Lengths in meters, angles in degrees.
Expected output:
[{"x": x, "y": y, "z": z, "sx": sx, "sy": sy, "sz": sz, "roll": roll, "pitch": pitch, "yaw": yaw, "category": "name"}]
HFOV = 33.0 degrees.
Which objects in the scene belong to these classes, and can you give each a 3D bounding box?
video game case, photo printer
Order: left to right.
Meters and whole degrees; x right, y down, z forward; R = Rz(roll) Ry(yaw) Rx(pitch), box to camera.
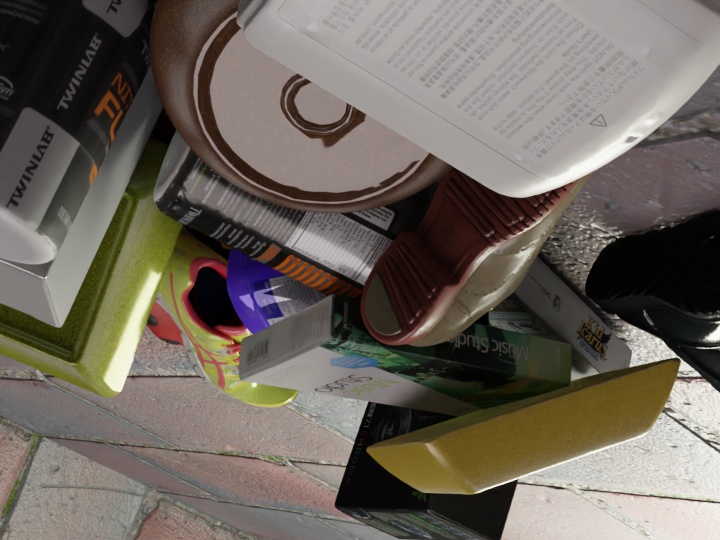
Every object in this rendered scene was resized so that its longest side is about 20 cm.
[{"x": 0.103, "y": 0.039, "z": 1.039, "sx": 0.199, "sy": 0.046, "sz": 0.181, "roll": 1, "pitch": 153, "yaw": 43, "category": "video game case"}, {"x": 0.065, "y": -0.123, "z": 0.566, "sx": 0.199, "sy": 0.070, "sz": 0.166, "roll": 28, "pitch": 138, "yaw": -20, "category": "photo printer"}]

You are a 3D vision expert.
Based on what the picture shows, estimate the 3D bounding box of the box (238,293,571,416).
[{"x": 0.031, "y": 0.066, "z": 0.876, "sx": 0.198, "sy": 0.037, "sz": 0.144, "roll": 11, "pitch": 160, "yaw": -28, "category": "box"}]

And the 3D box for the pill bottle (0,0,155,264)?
[{"x": -0.181, "y": -0.114, "z": 0.697, "sx": 0.105, "sy": 0.201, "sz": 0.106, "roll": 20, "pitch": 161, "yaw": 7, "category": "pill bottle"}]

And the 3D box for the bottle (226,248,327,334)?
[{"x": 0.000, "y": 0.000, "z": 0.933, "sx": 0.198, "sy": 0.066, "sz": 0.084, "roll": -11, "pitch": 139, "yaw": 15, "category": "bottle"}]

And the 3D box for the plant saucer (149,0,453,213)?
[{"x": -0.021, "y": -0.102, "z": 0.674, "sx": 0.198, "sy": 0.037, "sz": 0.202, "roll": 2, "pitch": 133, "yaw": 2, "category": "plant saucer"}]

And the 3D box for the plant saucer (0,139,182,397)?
[{"x": -0.244, "y": -0.023, "z": 0.902, "sx": 0.198, "sy": 0.201, "sz": 0.048, "roll": 22, "pitch": -168, "yaw": -1, "category": "plant saucer"}]

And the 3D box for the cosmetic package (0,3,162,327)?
[{"x": -0.252, "y": -0.101, "z": 0.802, "sx": 0.198, "sy": 0.201, "sz": 0.123, "roll": 22, "pitch": 161, "yaw": -3, "category": "cosmetic package"}]

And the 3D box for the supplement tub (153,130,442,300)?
[{"x": -0.027, "y": -0.054, "z": 0.816, "sx": 0.199, "sy": 0.123, "sz": 0.122, "roll": 27, "pitch": 159, "yaw": -17, "category": "supplement tub"}]

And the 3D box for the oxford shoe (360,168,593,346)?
[{"x": 0.085, "y": -0.030, "z": 0.748, "sx": 0.200, "sy": 0.071, "sz": 0.075, "roll": -45, "pitch": 146, "yaw": 23, "category": "oxford shoe"}]

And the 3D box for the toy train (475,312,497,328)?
[{"x": 0.079, "y": 0.063, "z": 0.977, "sx": 0.056, "sy": 0.042, "sz": 0.200, "roll": -5, "pitch": 158, "yaw": 2, "category": "toy train"}]

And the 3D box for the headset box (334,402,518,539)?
[{"x": 0.082, "y": 0.176, "z": 1.222, "sx": 0.092, "sy": 0.175, "sz": 0.200, "roll": 29, "pitch": 160, "yaw": -23, "category": "headset box"}]

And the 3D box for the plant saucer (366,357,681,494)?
[{"x": 0.119, "y": 0.122, "z": 0.906, "sx": 0.198, "sy": 0.049, "sz": 0.200, "roll": -16, "pitch": 175, "yaw": -13, "category": "plant saucer"}]

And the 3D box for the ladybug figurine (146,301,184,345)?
[{"x": -0.187, "y": -0.003, "z": 1.098, "sx": 0.201, "sy": 0.072, "sz": 0.136, "roll": 58, "pitch": 169, "yaw": -29, "category": "ladybug figurine"}]

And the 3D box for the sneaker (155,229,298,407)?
[{"x": -0.108, "y": 0.051, "z": 1.021, "sx": 0.090, "sy": 0.078, "sz": 0.200, "roll": 16, "pitch": 150, "yaw": 53, "category": "sneaker"}]

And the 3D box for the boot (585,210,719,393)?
[{"x": 0.267, "y": 0.036, "z": 0.816, "sx": 0.167, "sy": 0.077, "sz": 0.200, "roll": 32, "pitch": 165, "yaw": -19, "category": "boot"}]

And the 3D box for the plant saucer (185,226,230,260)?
[{"x": -0.080, "y": 0.009, "z": 1.158, "sx": 0.198, "sy": 0.036, "sz": 0.200, "roll": 19, "pitch": 159, "yaw": 7, "category": "plant saucer"}]

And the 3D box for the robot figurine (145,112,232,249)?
[{"x": -0.140, "y": -0.072, "z": 0.973, "sx": 0.199, "sy": 0.059, "sz": 0.145, "roll": 23, "pitch": 161, "yaw": -3, "category": "robot figurine"}]
